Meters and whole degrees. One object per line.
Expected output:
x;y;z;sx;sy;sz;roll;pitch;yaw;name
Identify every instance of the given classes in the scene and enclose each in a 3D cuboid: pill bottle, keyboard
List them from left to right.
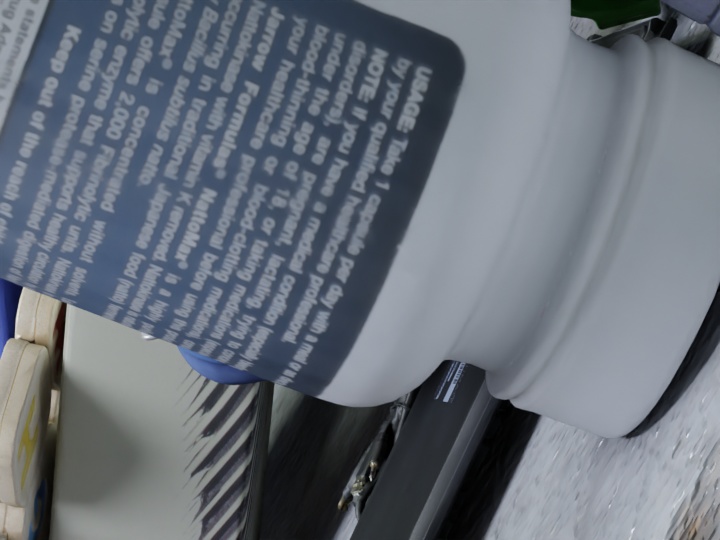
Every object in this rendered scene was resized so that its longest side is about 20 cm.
-0.017;-0.037;0.636;0.120;0.199;0.120;-159;90;-84;pill bottle
0.034;0.024;0.795;0.201;0.021;0.127;-64;9;-5;keyboard

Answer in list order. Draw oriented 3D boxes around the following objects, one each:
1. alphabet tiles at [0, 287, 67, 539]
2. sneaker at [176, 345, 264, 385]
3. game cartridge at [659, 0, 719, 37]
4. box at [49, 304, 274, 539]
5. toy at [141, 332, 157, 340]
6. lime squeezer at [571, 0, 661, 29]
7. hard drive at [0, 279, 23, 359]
-0.109;0.085;0.983;0.201;0.014;0.196;92;-172;-47;alphabet tiles
0.000;0.000;0.857;0.200;0.075;0.089;-45;-37;-57;sneaker
0.056;-0.123;0.709;0.038;0.129;0.200;-51;12;23;game cartridge
-0.064;0.039;0.943;0.082;0.068;0.201;-76;-8;-71;box
-0.001;-0.052;0.789;0.200;0.114;0.048;-81;-25;-68;toy
0.073;-0.102;0.798;0.200;0.037;0.071;-76;-11;-65;lime squeezer
-0.133;0.032;1.051;0.200;0.025;0.133;83;178;-70;hard drive
